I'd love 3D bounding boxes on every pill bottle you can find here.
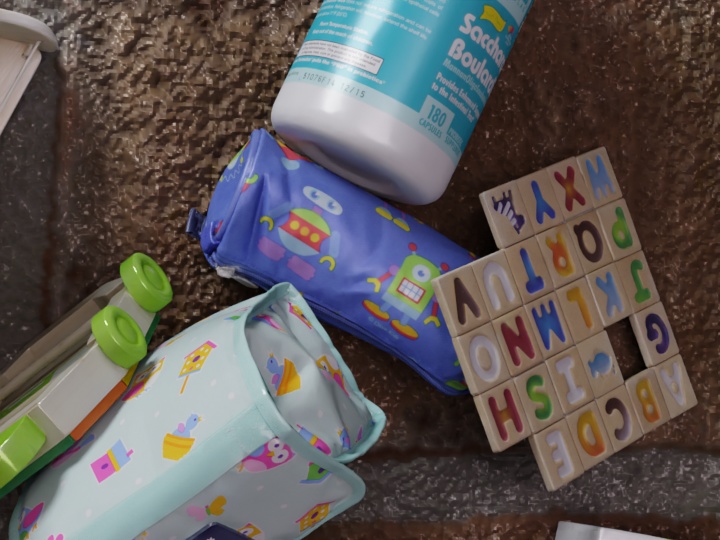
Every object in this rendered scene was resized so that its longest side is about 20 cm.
[{"bbox_3d":[0.036,-0.148,1.207,0.110,0.111,0.201,27,81,-10],"label":"pill bottle"}]

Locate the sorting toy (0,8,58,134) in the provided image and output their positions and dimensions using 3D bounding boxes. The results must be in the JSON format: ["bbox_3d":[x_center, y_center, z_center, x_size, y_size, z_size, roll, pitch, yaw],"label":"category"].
[{"bbox_3d":[-0.244,-0.072,1.102,0.106,0.180,0.201,29,80,-10],"label":"sorting toy"}]

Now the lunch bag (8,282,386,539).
[{"bbox_3d":[-0.087,0.103,1.093,0.170,0.200,0.122,-35,95,10],"label":"lunch bag"}]

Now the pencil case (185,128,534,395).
[{"bbox_3d":[0.000,0.000,1.205,0.199,0.078,0.087,29,73,-10],"label":"pencil case"}]

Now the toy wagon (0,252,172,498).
[{"bbox_3d":[-0.172,0.071,1.098,0.155,0.200,0.040,-37,105,19],"label":"toy wagon"}]

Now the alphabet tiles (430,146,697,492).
[{"bbox_3d":[0.116,0.027,1.209,0.199,0.008,0.168,-22,92,-50],"label":"alphabet tiles"}]

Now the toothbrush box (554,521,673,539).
[{"bbox_3d":[0.207,0.237,1.235,0.198,0.086,0.147,12,83,-11],"label":"toothbrush box"}]
